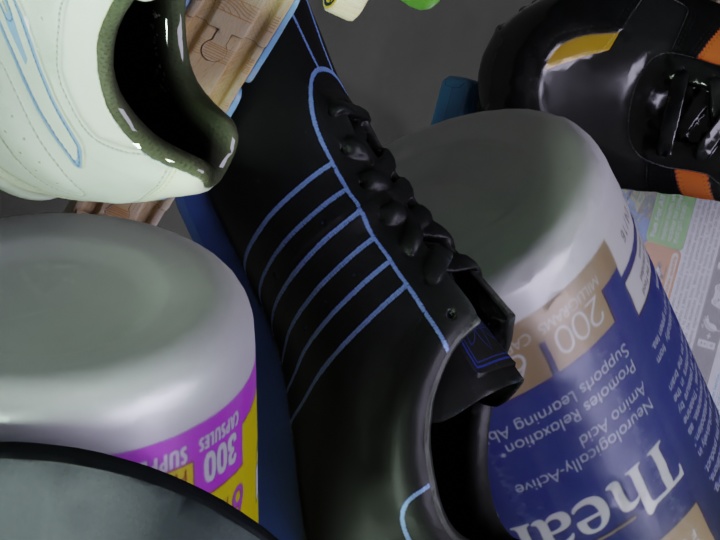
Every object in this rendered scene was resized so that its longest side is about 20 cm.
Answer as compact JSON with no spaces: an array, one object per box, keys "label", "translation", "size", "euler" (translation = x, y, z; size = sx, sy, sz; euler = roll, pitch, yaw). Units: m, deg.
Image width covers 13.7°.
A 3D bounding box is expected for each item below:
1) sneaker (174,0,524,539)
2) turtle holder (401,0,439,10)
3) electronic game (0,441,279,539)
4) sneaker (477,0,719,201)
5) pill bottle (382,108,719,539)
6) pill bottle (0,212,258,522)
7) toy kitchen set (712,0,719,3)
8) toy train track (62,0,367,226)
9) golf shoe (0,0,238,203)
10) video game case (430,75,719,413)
[{"label":"sneaker","translation":[0.000,0.000,0.825],"size":[0.070,0.078,0.201],"euler":[-11,90,-69]},{"label":"turtle holder","translation":[0.014,-0.175,0.792],"size":[0.141,0.185,0.132],"euler":[-53,-169,55]},{"label":"electronic game","translation":[-0.088,0.132,0.694],"size":[0.042,0.199,0.201],"euler":[-115,-154,-66]},{"label":"sneaker","translation":[0.139,-0.051,0.984],"size":[0.199,0.090,0.070],"euler":[12,90,-24]},{"label":"pill bottle","translation":[0.059,0.059,0.942],"size":[0.111,0.111,0.201],"euler":[-53,129,-37]},{"label":"pill bottle","translation":[-0.076,0.094,0.759],"size":[0.104,0.104,0.201],"euler":[-38,135,-50]},{"label":"toy kitchen set","translation":[0.210,-0.052,1.131],"size":[0.181,0.199,0.163],"euler":[-63,150,-22]},{"label":"toy train track","translation":[-0.027,-0.065,0.747],"size":[0.200,0.114,0.033],"euler":[-56,-158,32]},{"label":"golf shoe","translation":[-0.067,-0.106,0.687],"size":[0.078,0.097,0.201],"euler":[-44,138,-44]},{"label":"video game case","translation":[0.091,0.028,1.042],"size":[0.199,0.018,0.144],"euler":[16,89,-35]}]
